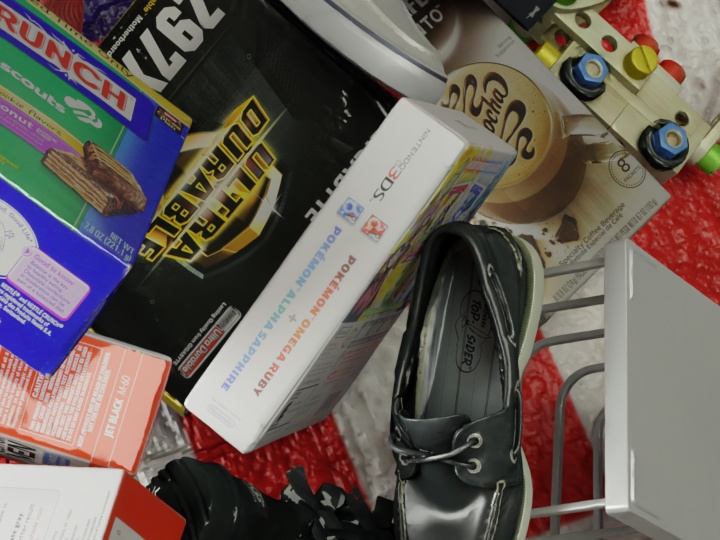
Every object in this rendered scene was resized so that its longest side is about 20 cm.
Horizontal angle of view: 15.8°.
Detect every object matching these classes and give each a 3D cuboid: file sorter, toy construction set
[{"bbox_3d":[0.132,0.091,1.345,0.200,0.124,0.139,31,55,-50],"label":"file sorter"},{"bbox_3d":[0.172,-0.128,1.517,0.200,0.092,0.131,34,62,8],"label":"toy construction set"}]

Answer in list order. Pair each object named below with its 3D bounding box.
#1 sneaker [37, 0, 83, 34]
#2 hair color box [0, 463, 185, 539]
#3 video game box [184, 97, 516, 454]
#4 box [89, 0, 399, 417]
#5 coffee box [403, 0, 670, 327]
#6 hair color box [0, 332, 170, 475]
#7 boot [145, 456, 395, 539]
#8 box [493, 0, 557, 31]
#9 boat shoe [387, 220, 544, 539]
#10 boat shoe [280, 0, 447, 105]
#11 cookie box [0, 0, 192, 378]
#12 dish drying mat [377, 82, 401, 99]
[{"bbox_3d":[-0.200,-0.153,1.390,0.078,0.115,0.200,23,79,-28],"label":"sneaker"},{"bbox_3d":[-0.191,0.151,1.219,0.064,0.200,0.111,48,50,-49],"label":"hair color box"},{"bbox_3d":[0.000,0.000,1.300,0.047,0.200,0.182,39,97,7],"label":"video game box"},{"bbox_3d":[-0.088,-0.051,1.359,0.160,0.049,0.200,41,94,1],"label":"box"},{"bbox_3d":[0.058,-0.067,1.451,0.200,0.080,0.113,46,64,2],"label":"coffee box"},{"bbox_3d":[-0.199,0.049,1.272,0.200,0.111,0.064,19,79,-4],"label":"hair color box"},{"bbox_3d":[-0.071,0.177,1.297,0.162,0.198,0.073,24,28,-41],"label":"boot"},{"bbox_3d":[0.038,-0.249,1.413,0.104,0.200,0.182,-46,67,7],"label":"box"},{"bbox_3d":[0.044,0.069,1.244,0.066,0.074,0.200,32,67,-55],"label":"boat shoe"},{"bbox_3d":[-0.013,-0.163,1.344,0.066,0.072,0.200,-49,55,11],"label":"boat shoe"},{"bbox_3d":[-0.177,-0.062,1.221,0.171,0.075,0.200,36,21,-11],"label":"cookie box"},{"bbox_3d":[-0.067,-0.094,1.391,0.200,0.018,0.077,-20,89,5],"label":"dish drying mat"}]
